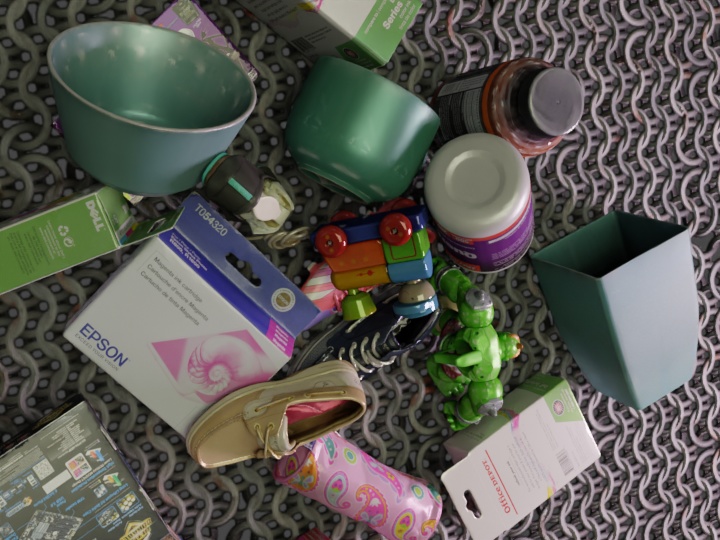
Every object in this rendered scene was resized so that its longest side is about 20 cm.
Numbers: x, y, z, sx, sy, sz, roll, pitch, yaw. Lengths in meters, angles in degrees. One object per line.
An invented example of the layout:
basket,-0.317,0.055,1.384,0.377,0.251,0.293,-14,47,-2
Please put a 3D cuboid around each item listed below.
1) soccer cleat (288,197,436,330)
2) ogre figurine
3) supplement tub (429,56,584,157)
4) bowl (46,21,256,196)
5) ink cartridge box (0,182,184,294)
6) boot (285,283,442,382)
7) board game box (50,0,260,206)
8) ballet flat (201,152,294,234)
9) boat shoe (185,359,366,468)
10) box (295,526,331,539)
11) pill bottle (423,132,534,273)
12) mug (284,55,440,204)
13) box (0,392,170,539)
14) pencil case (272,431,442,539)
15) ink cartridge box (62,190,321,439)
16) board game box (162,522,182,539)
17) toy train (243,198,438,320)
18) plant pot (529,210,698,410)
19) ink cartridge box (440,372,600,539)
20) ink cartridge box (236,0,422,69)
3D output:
soccer cleat,0.000,0.000,1.215,0.076,0.067,0.200,38,72,16
ogre figurine,0.121,0.092,1.253,0.097,0.120,0.203,9,91,-23
supplement tub,0.163,-0.177,1.205,0.106,0.199,0.109,-1,93,-25
bowl,-0.207,-0.147,1.049,0.198,0.202,0.106,3,129,-23
ink cartridge box,-0.277,-0.041,1.052,0.198,0.104,0.060,-21,103,2
boot,0.001,0.089,1.218,0.200,0.090,0.073,-45,109,-14
board game box,-0.213,-0.181,1.144,0.120,0.032,0.200,44,78,-15
ballet flat,-0.109,-0.070,1.104,0.068,0.200,0.068,38,95,6
boat shoe,-0.086,0.159,1.142,0.198,0.069,0.074,-25,126,-8
box,-0.033,0.367,1.166,0.099,0.200,0.096,-32,107,-17
pill bottle,0.135,-0.065,1.202,0.111,0.200,0.114,-3,73,10
mug,0.007,-0.134,1.171,0.184,0.152,0.116,28,86,-22
box,-0.303,0.238,1.021,0.199,0.046,0.160,-35,106,-17
pencil case,-0.002,0.241,1.233,0.199,0.087,0.088,33,81,-20
ink cartridge box,-0.173,0.056,1.141,0.200,0.043,0.196,-45,109,7
board game box,-0.288,0.284,1.109,0.159,0.097,0.201,-43,108,-14
toy train,-0.018,0.001,1.154,0.197,0.085,0.117,-10,103,14
plant pot,0.324,0.056,1.329,0.140,0.141,0.202,-26,111,-19
ink cartridge box,0.181,0.228,1.316,0.199,0.067,0.118,-33,106,-18
ink cartridge box,-0.056,-0.298,1.136,0.199,0.145,0.085,35,80,-20
